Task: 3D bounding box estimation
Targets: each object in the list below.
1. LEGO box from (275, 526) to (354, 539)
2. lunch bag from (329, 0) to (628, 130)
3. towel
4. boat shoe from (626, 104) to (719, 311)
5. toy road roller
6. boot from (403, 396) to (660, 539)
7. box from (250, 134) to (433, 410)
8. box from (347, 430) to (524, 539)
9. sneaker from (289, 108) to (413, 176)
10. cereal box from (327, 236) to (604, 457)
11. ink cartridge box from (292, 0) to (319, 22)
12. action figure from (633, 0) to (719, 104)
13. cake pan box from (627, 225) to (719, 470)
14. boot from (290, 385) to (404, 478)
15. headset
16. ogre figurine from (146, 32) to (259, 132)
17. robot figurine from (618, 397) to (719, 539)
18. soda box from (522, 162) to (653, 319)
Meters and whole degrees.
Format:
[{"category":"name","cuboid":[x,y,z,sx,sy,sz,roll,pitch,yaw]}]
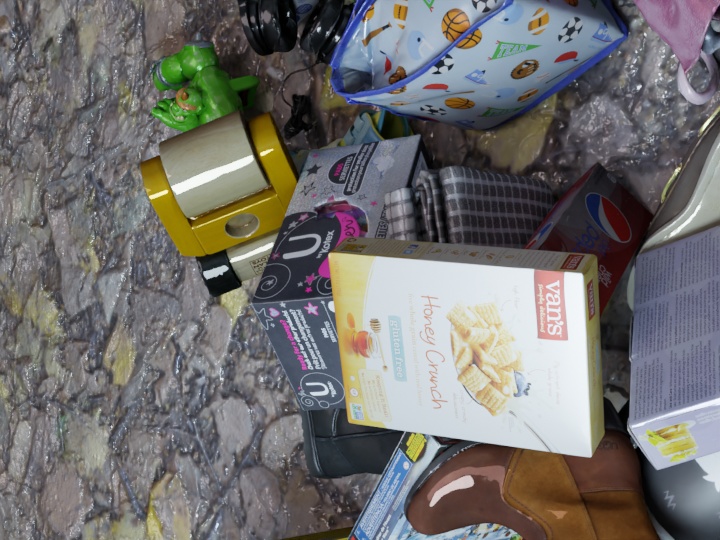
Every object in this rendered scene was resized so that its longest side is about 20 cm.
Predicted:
[{"category":"LEGO box","cuboid":[-0.039,0.321,1.327,0.076,0.198,0.151,-8,83,43]},{"category":"lunch bag","cuboid":[0.091,-0.199,1.224,0.200,0.168,0.125,-39,58,38]},{"category":"towel","cuboid":[0.106,0.005,1.186,0.085,0.199,0.168,-10,83,31]},{"category":"boat shoe","cuboid":[0.266,-0.048,1.127,0.060,0.071,0.202,-80,10,-53]},{"category":"toy road roller","cuboid":[-0.119,-0.086,1.316,0.121,0.201,0.147,-21,54,3]},{"category":"boot","cuboid":[0.132,0.209,1.044,0.186,0.069,0.202,-20,47,6]},{"category":"box","cuboid":[0.000,0.000,1.224,0.113,0.133,0.201,-7,40,21]},{"category":"box","cuboid":[0.092,0.181,1.198,0.040,0.198,0.138,46,119,37]},{"category":"sneaker","cuboid":[-0.016,-0.112,1.395,0.199,0.079,0.132,28,111,31]},{"category":"cereal box","cuboid":[0.077,0.053,1.055,0.197,0.039,0.146,5,114,27]},{"category":"ink cartridge box","cuboid":[-0.035,-0.335,1.436,0.199,0.044,0.095,-35,65,39]},{"category":"action figure","cuboid":[0.210,-0.244,1.135,0.198,0.134,0.150,19,130,15]},{"category":"cake pan box","cuboid":[0.280,0.031,1.021,0.182,0.053,0.201,-21,32,26]},{"category":"boot","cuboid":[0.023,0.111,1.359,0.199,0.065,0.167,-13,89,47]},{"category":"headset","cuboid":[-0.061,-0.230,1.409,0.202,0.122,0.095,94,-174,-45]},{"category":"ogre figurine","cuboid":[-0.162,-0.163,1.531,0.120,0.097,0.202,126,142,-51]},{"category":"robot figurine","cuboid":[0.275,0.147,1.076,0.201,0.124,0.151,-53,30,30]},{"category":"soda box","cuboid":[0.166,-0.008,1.127,0.070,0.200,0.063,44,124,-1]}]
